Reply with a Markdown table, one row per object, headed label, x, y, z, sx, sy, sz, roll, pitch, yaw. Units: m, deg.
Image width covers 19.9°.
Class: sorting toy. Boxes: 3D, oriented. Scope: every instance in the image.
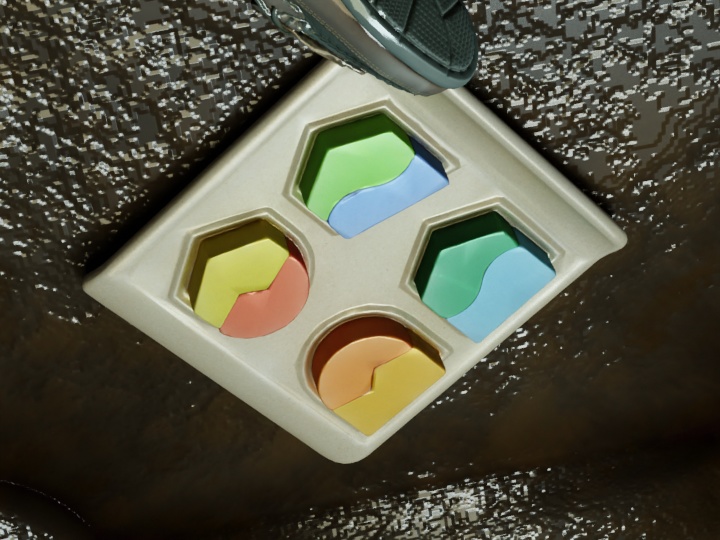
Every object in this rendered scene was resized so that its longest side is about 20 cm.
| label | x | y | z | sx | sy | sz | roll | pitch | yaw |
| --- | --- | --- | --- | --- | --- | --- | --- | --- | --- |
| sorting toy | 0.000 | 0.000 | 0.959 | 0.200 | 0.037 | 0.185 | -38 | 127 | 20 |

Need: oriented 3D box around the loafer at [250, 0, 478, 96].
| label | x | y | z | sx | sy | sz | roll | pitch | yaw |
| --- | --- | --- | --- | --- | --- | --- | --- | --- | --- |
| loafer | -0.034 | -0.138 | 0.827 | 0.063 | 0.072 | 0.200 | -25 | 126 | 36 |
